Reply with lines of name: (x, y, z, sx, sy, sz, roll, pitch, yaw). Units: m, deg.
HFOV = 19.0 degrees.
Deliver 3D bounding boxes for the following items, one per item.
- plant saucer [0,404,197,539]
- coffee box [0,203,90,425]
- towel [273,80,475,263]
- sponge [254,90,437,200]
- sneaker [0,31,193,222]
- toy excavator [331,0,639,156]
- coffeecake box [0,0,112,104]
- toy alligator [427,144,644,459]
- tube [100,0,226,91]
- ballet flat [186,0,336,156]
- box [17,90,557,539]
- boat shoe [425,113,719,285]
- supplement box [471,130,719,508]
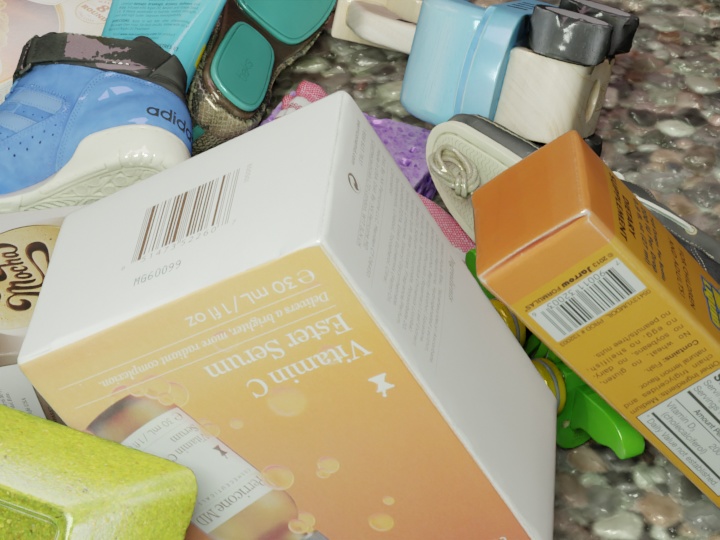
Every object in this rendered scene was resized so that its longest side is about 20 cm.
plant saucer: (-0.190, 0.145, 0.871, 0.199, 0.048, 0.201, 17, 84, 16)
coffee box: (-0.160, 0.032, 1.069, 0.199, 0.080, 0.113, -6, 40, 4)
towel: (0.000, 0.000, 1.096, 0.146, 0.030, 0.200, 42, 32, -18)
sponge: (-0.038, -0.031, 1.212, 0.111, 0.030, 0.200, 19, 42, 21)
sneaker: (-0.182, -0.064, 1.135, 0.199, 0.077, 0.112, -16, 48, 15)
toy excavator: (0.057, -0.129, 1.267, 0.199, 0.100, 0.194, 19, 15, 14)
coffeecake box: (-0.249, -0.116, 1.281, 0.200, 0.073, 0.153, -31, 47, -34)
toy alligator: (0.083, 0.025, 1.103, 0.059, 0.054, 0.200, -14, 57, -30)
tube: (-0.133, -0.089, 1.210, 0.077, 0.050, 0.201, 7, 61, 18)
ballet flat: (-0.074, -0.135, 1.312, 0.068, 0.075, 0.200, 42, 38, -14)
box: (-0.024, 0.050, 0.937, 0.152, 0.200, 0.107, -23, 32, 22)
boat shoe: (0.124, -0.021, 1.150, 0.200, 0.072, 0.068, 34, 48, 10)
supplement box: (0.137, 0.027, 1.013, 0.069, 0.200, 0.067, -31, 34, 22)
